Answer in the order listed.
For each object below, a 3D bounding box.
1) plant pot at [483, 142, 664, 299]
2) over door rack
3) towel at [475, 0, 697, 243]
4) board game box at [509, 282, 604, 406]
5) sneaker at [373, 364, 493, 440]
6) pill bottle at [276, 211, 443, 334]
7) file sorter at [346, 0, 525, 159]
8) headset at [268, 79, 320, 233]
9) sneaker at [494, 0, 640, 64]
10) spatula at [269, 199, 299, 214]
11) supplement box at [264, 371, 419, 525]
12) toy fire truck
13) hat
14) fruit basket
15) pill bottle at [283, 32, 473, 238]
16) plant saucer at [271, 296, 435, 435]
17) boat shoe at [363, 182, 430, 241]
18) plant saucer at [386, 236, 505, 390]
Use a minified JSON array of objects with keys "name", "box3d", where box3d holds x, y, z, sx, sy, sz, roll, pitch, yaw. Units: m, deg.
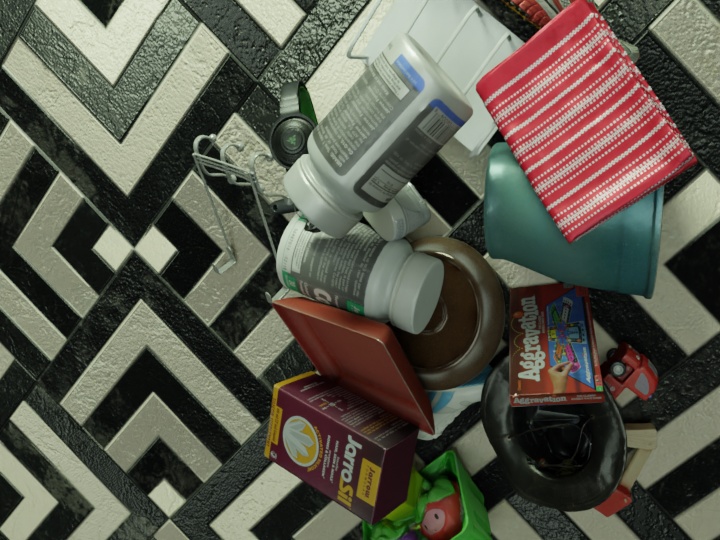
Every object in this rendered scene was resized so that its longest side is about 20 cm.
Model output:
[{"name":"plant pot","box3d":[0.240,-0.078,0.769,0.183,0.200,0.206,4,107,20]},{"name":"over door rack","box3d":[-0.154,-0.076,0.919,0.146,0.066,0.205,22,127,42]},{"name":"towel","box3d":[0.217,-0.151,0.673,0.143,0.022,0.203,-34,73,21]},{"name":"board game box","box3d":[0.230,0.082,0.810,0.100,0.202,0.020,-8,123,17]},{"name":"sneaker","box3d":[0.108,0.184,0.944,0.196,0.077,0.082,-21,103,28]},{"name":"pill bottle","box3d":[0.000,0.000,0.860,0.196,0.112,0.116,21,111,23]},{"name":"file sorter","box3d":[0.099,-0.249,0.792,0.199,0.125,0.140,39,111,2]},{"name":"headset","box3d":[-0.057,-0.143,0.844,0.091,0.124,0.206,-8,68,9]},{"name":"sneaker","box3d":[0.238,-0.292,0.747,0.197,0.078,0.083,30,106,-17]},{"name":"spatula","box3d":[-0.040,-0.101,0.928,0.194,0.021,0.058,-8,97,19]},{"name":"supplement box","box3d":[-0.028,0.232,0.907,0.197,0.085,0.114,21,109,34]},{"name":"toy fire truck","box3d":[0.341,0.212,0.895,0.140,0.049,0.202,36,111,3]},{"name":"hat","box3d":[0.252,0.190,0.849,0.197,0.080,0.207,3,95,40]},{"name":"fruit basket","box3d":[0.063,0.343,0.961,0.209,0.157,0.221,-1,123,-2]},{"name":"pill bottle","box3d":[0.014,-0.137,0.717,0.114,0.114,0.200,46,110,-1]},{"name":"plant saucer","box3d":[-0.002,0.115,0.874,0.196,0.037,0.202,16,146,41]},{"name":"boat shoe","box3d":[0.021,-0.120,0.855,0.067,0.201,0.073,-17,134,-22]},{"name":"plant saucer","box3d":[0.092,0.056,0.891,0.195,0.032,0.207,-3,84,27]}]
